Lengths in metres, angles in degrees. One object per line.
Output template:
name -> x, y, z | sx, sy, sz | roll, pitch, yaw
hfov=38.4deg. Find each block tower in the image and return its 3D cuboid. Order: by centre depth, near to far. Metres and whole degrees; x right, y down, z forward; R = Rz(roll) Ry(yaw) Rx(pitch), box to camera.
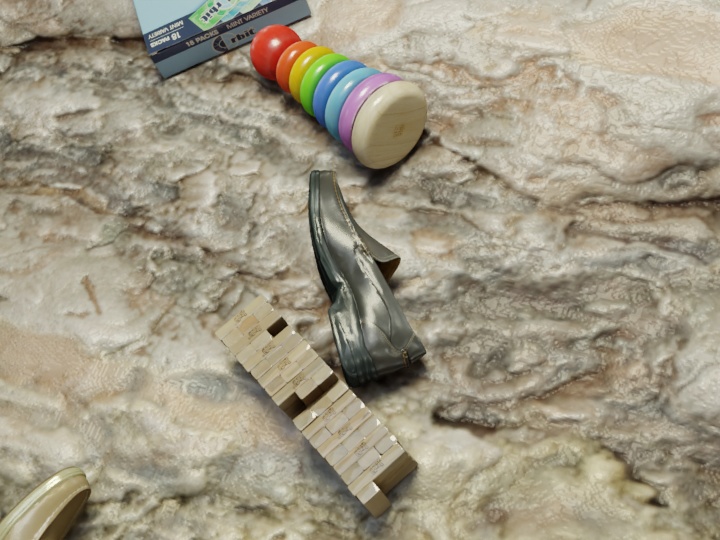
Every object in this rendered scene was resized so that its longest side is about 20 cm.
block tower -> -0.035, 0.109, 0.853 | 0.058, 0.054, 0.200 | -41, 62, -6

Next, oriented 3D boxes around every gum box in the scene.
gum box -> -0.162, -0.321, 1.101 | 0.170, 0.045, 0.200 | -23, 60, 3

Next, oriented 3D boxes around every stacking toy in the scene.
stacking toy -> -0.031, -0.178, 0.985 | 0.085, 0.085, 0.200 | -45, 56, -9

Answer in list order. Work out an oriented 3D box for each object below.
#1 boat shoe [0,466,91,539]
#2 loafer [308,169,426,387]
boat shoe -> -0.277, 0.254, 0.841 | 0.065, 0.072, 0.200 | 32, 79, 17
loafer -> 0.000, 0.000, 0.894 | 0.072, 0.073, 0.200 | -14, 71, -2
